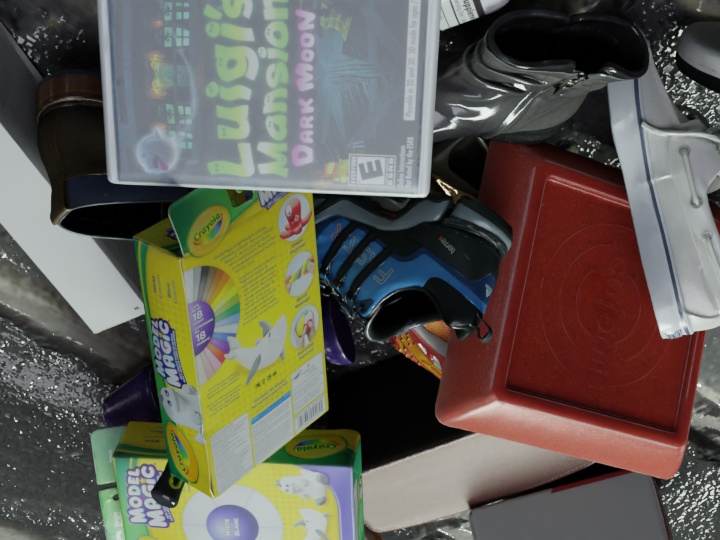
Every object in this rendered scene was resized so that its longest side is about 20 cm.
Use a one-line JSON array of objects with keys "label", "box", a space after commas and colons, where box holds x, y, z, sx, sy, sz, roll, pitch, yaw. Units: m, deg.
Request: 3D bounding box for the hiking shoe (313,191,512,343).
[{"label": "hiking shoe", "box": [0.000, 0.000, 0.805, 0.198, 0.088, 0.074, -2, 153, 39]}]

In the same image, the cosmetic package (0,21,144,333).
[{"label": "cosmetic package", "box": [-0.205, -0.058, 0.810, 0.050, 0.083, 0.201, -22, 127, 14]}]

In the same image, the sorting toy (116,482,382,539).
[{"label": "sorting toy", "box": [-0.099, 0.182, 0.987, 0.198, 0.108, 0.181, -19, 133, 15]}]

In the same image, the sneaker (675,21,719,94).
[{"label": "sneaker", "box": [0.282, -0.088, 0.823, 0.197, 0.073, 0.113, 11, 127, -15]}]

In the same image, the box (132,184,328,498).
[{"label": "box", "box": [-0.077, 0.026, 0.769, 0.048, 0.117, 0.202, 21, 128, 33]}]

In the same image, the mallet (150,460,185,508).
[{"label": "mallet", "box": [-0.087, 0.077, 0.859, 0.066, 0.202, 0.041, 32, 145, -25]}]

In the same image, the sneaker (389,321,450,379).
[{"label": "sneaker", "box": [0.068, 0.035, 0.886, 0.200, 0.077, 0.073, 42, 160, 8]}]

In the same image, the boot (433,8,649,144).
[{"label": "boot", "box": [0.058, -0.117, 0.739, 0.197, 0.071, 0.132, -10, 172, -16]}]

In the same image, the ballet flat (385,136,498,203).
[{"label": "ballet flat", "box": [0.046, -0.070, 0.836, 0.199, 0.068, 0.073, 29, 102, -25]}]

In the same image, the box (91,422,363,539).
[{"label": "box", "box": [-0.098, 0.172, 0.907, 0.197, 0.049, 0.119, 2, 117, 9]}]

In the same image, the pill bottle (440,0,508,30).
[{"label": "pill bottle", "box": [0.012, -0.184, 0.701, 0.198, 0.113, 0.113, -18, 129, 11]}]

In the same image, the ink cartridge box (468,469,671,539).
[{"label": "ink cartridge box", "box": [0.181, 0.228, 1.014, 0.144, 0.084, 0.200, -18, 159, 11]}]

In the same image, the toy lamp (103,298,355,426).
[{"label": "toy lamp", "box": [-0.102, 0.081, 0.949, 0.198, 0.059, 0.059, -19, 129, 12]}]

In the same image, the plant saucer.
[{"label": "plant saucer", "box": [0.161, 0.025, 0.839, 0.198, 0.202, 0.037, 16, 171, -23]}]

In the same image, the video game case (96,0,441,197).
[{"label": "video game case", "box": [-0.048, -0.137, 0.650, 0.179, 0.023, 0.202, 3, 117, 1]}]

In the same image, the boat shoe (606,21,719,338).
[{"label": "boat shoe", "box": [0.209, -0.064, 0.787, 0.085, 0.075, 0.205, -13, 88, 15]}]

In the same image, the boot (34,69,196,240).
[{"label": "boot", "box": [-0.112, -0.052, 0.793, 0.198, 0.098, 0.075, 12, 144, -28]}]

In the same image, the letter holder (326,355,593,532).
[{"label": "letter holder", "box": [0.091, 0.136, 0.980, 0.198, 0.101, 0.143, -21, 130, 13]}]
